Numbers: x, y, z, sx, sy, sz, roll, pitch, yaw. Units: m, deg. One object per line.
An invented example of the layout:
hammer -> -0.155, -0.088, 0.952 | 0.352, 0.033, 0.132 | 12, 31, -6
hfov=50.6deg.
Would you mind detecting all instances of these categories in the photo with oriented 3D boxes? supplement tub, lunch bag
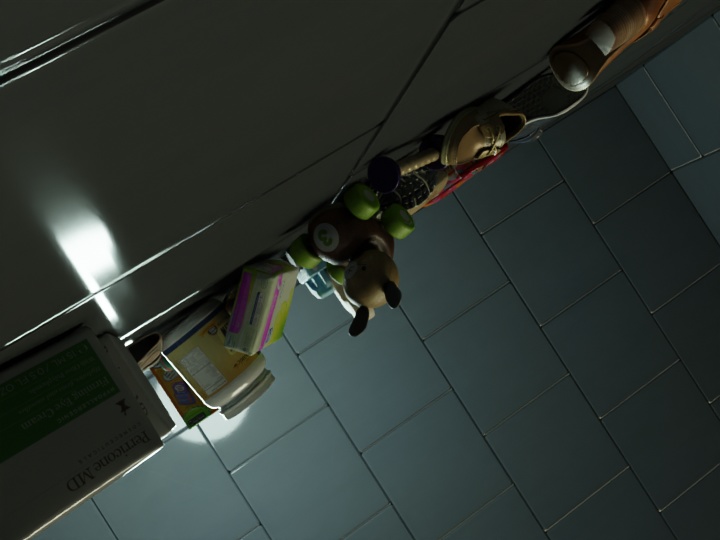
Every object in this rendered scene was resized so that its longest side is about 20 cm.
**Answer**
supplement tub -> -0.271, 0.169, 1.449 | 0.144, 0.200, 0.144 | -38, -173, 5
lunch bag -> 0.194, -0.216, 1.529 | 0.176, 0.082, 0.200 | -38, -176, -43

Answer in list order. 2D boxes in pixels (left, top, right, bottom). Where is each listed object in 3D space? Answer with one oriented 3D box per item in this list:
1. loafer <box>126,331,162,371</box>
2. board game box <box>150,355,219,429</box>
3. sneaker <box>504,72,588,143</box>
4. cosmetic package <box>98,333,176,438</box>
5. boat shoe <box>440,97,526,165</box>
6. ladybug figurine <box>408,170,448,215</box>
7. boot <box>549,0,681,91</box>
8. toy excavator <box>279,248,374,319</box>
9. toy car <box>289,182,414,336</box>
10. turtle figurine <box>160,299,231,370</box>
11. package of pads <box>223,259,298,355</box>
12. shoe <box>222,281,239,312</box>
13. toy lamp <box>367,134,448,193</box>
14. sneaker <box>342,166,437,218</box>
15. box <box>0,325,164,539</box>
loafer -> -0.424, 0.169, 1.319 | 0.200, 0.072, 0.063 | -41, 168, -44
board game box -> -0.358, 0.221, 1.766 | 0.200, 0.200, 0.200 | -33, 180, -9
sneaker -> 0.324, -0.290, 1.368 | 0.202, 0.077, 0.146 | -22, 174, 31
cosmetic package -> -0.394, 0.214, 1.086 | 0.200, 0.167, 0.166 | -33, 179, -14
boat shoe -> 0.186, -0.206, 1.135 | 0.200, 0.066, 0.074 | -41, 145, -42
ladybug figurine -> 0.091, -0.147, 1.384 | 0.136, 0.072, 0.200 | -40, -177, -10
boot -> 0.359, -0.332, 1.055 | 0.155, 0.074, 0.200 | -37, -177, -12
toy excavator -> -0.055, 0.021, 1.506 | 0.100, 0.200, 0.194 | -33, 180, -18
toy car -> 0.000, 0.000, 1.182 | 0.158, 0.200, 0.164 | 25, 127, -38
turtle figurine -> -0.343, 0.157, 1.567 | 0.200, 0.150, 0.101 | -44, 142, 8
package of pads -> -0.177, 0.059, 1.389 | 0.200, 0.068, 0.155 | -24, 130, -82
shoe -> -0.244, 0.050, 1.520 | 0.070, 0.053, 0.200 | -18, 171, -11
toy lamp -> 0.083, -0.162, 1.114 | 0.058, 0.058, 0.200 | -33, 176, 38
sneaker -> 0.038, -0.129, 1.286 | 0.200, 0.078, 0.086 | -26, -166, 17
box -> -0.378, 0.203, 0.874 | 0.199, 0.171, 0.200 | -32, 179, -41
